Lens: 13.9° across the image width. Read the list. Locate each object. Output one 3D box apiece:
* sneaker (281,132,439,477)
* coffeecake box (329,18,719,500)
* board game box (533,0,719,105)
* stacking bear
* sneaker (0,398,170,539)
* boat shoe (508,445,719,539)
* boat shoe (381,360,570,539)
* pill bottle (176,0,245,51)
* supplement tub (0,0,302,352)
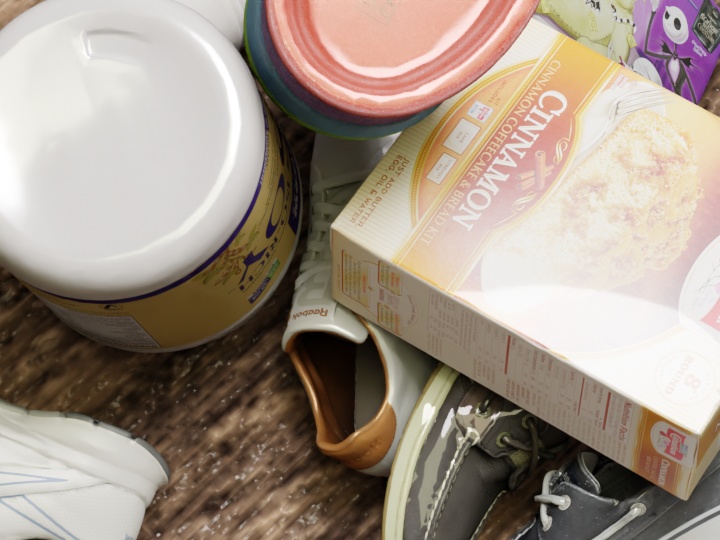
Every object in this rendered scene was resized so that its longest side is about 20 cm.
[{"bbox_3d":[0.000,0.000,1.458,0.073,0.085,0.200,-15,75,32],"label":"sneaker"},{"bbox_3d":[0.110,-0.011,1.398,0.200,0.073,0.154,30,65,16],"label":"coffeecake box"},{"bbox_3d":[0.108,-0.149,1.494,0.200,0.032,0.120,47,48,-28],"label":"board game box"},{"bbox_3d":[-0.003,-0.115,1.381,0.121,0.200,0.114,30,83,-6],"label":"stacking bear"},{"bbox_3d":[-0.196,0.096,1.429,0.200,0.075,0.087,18,76,0],"label":"sneaker"},{"bbox_3d":[0.114,0.120,1.424,0.200,0.072,0.068,-28,111,10],"label":"boat shoe"},{"bbox_3d":[0.073,0.066,1.440,0.066,0.072,0.201,15,68,27],"label":"boat shoe"},{"bbox_3d":[-0.030,-0.190,1.520,0.200,0.111,0.111,-39,80,-17],"label":"pill bottle"},{"bbox_3d":[-0.105,-0.040,1.403,0.145,0.200,0.146,-1,78,7],"label":"supplement tub"}]
